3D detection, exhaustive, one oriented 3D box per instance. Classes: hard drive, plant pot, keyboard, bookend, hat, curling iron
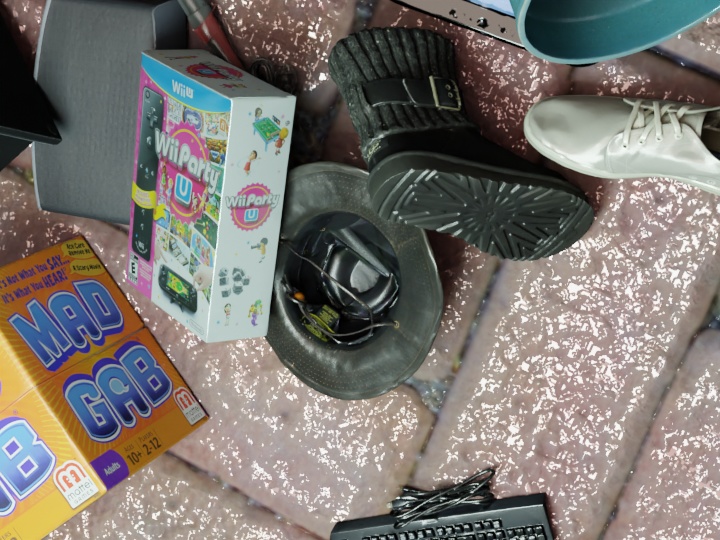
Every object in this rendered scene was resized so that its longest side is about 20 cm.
[{"bbox_3d":[-0.216,-0.137,1.517,0.135,0.042,0.200,10,105,18],"label":"hard drive"},{"bbox_3d":[0.168,-0.279,1.266,0.200,0.200,0.188,-32,66,23],"label":"plant pot"},{"bbox_3d":[0.061,0.228,1.502,0.200,0.040,0.104,-12,98,21],"label":"keyboard"},{"bbox_3d":[-0.383,-0.138,1.519,0.200,0.092,0.199,-37,68,23],"label":"bookend"},{"bbox_3d":[0.000,0.000,1.452,0.200,0.081,0.201,12,114,29],"label":"hat"},{"bbox_3d":[-0.119,-0.208,1.476,0.050,0.026,0.200,-38,89,22],"label":"curling iron"}]

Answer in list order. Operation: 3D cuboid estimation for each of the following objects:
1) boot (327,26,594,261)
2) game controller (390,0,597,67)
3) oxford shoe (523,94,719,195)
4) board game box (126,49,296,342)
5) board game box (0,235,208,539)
[{"bbox_3d":[0.079,-0.102,1.395,0.079,0.211,0.158,-47,42,34],"label":"boot"},{"bbox_3d":[0.109,-0.231,1.381,0.200,0.042,0.104,22,108,13],"label":"game controller"},{"bbox_3d":[0.222,-0.103,1.347,0.200,0.058,0.075,13,61,12],"label":"oxford shoe"},{"bbox_3d":[-0.124,-0.063,1.443,0.147,0.064,0.200,31,120,49],"label":"board game box"},{"bbox_3d":[-0.292,0.122,1.517,0.200,0.200,0.200,-35,89,23],"label":"board game box"}]
